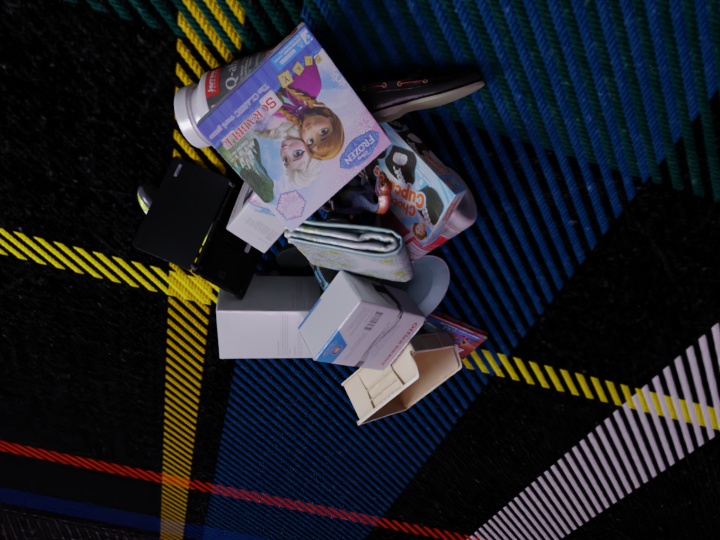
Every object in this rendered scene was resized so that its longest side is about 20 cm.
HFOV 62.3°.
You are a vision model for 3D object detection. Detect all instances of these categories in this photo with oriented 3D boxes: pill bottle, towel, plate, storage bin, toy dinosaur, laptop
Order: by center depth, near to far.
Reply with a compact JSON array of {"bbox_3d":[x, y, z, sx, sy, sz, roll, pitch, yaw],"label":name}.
[{"bbox_3d":[-0.174,-0.257,0.903,0.195,0.118,0.117,-12,134,18],"label":"pill bottle"},{"bbox_3d":[-0.014,-0.034,0.980,0.195,0.049,0.171,11,169,14],"label":"towel"},{"bbox_3d":[0.004,-0.129,0.983,0.180,0.107,0.198,29,-174,38],"label":"toy dinosaur"},{"bbox_3d":[0.098,-0.085,1.052,0.111,0.114,0.198,36,130,-28],"label":"pill bottle"},{"bbox_3d":[-0.274,-0.074,1.083,0.102,0.181,0.199,11,163,41],"label":"laptop"},{"bbox_3d":[0.092,0.044,1.206,0.196,0.026,0.204,-19,135,-20],"label":"plate"},{"bbox_3d":[0.094,0.223,1.275,0.198,0.095,0.198,-42,155,26],"label":"storage bin"}]

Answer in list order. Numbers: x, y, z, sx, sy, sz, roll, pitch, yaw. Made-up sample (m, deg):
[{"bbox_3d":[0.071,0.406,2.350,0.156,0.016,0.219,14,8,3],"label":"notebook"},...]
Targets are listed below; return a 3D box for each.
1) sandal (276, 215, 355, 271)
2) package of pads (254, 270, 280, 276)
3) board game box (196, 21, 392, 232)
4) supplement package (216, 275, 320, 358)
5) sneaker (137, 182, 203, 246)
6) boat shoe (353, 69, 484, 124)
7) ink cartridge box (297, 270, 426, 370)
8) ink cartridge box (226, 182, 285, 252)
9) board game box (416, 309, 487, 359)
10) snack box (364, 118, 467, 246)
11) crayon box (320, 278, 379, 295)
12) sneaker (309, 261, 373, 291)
[{"bbox_3d":[-0.085,-0.040,1.169,0.198,0.049,0.075,-29,127,31],"label":"sandal"},{"bbox_3d":[-0.209,0.094,1.306,0.117,0.077,0.203,-7,136,10],"label":"package of pads"},{"bbox_3d":[-0.089,-0.192,0.830,0.199,0.041,0.200,-40,116,7],"label":"board game box"},{"bbox_3d":[-0.177,0.090,1.166,0.194,0.118,0.119,1,125,-7],"label":"supplement package"},{"bbox_3d":[-0.319,-0.115,1.115,0.197,0.075,0.081,27,127,-30],"label":"sneaker"},{"bbox_3d":[0.086,-0.270,0.888,0.196,0.074,0.065,-14,91,3],"label":"boat shoe"},{"bbox_3d":[0.005,0.099,1.107,0.198,0.084,0.146,18,117,-47],"label":"ink cartridge box"},{"bbox_3d":[-0.128,-0.149,0.988,0.085,0.150,0.199,33,131,-23],"label":"ink cartridge box"},{"bbox_3d":[0.178,0.138,1.345,0.196,0.020,0.103,22,136,-16],"label":"board game box"},{"bbox_3d":[0.070,-0.151,0.951,0.201,0.037,0.117,49,139,19],"label":"snack box"},{"bbox_3d":[-0.037,0.071,1.273,0.194,0.059,0.120,-8,135,15],"label":"crayon box"},{"bbox_3d":[0.000,0.000,1.144,0.195,0.083,0.074,-6,145,-25],"label":"sneaker"}]
